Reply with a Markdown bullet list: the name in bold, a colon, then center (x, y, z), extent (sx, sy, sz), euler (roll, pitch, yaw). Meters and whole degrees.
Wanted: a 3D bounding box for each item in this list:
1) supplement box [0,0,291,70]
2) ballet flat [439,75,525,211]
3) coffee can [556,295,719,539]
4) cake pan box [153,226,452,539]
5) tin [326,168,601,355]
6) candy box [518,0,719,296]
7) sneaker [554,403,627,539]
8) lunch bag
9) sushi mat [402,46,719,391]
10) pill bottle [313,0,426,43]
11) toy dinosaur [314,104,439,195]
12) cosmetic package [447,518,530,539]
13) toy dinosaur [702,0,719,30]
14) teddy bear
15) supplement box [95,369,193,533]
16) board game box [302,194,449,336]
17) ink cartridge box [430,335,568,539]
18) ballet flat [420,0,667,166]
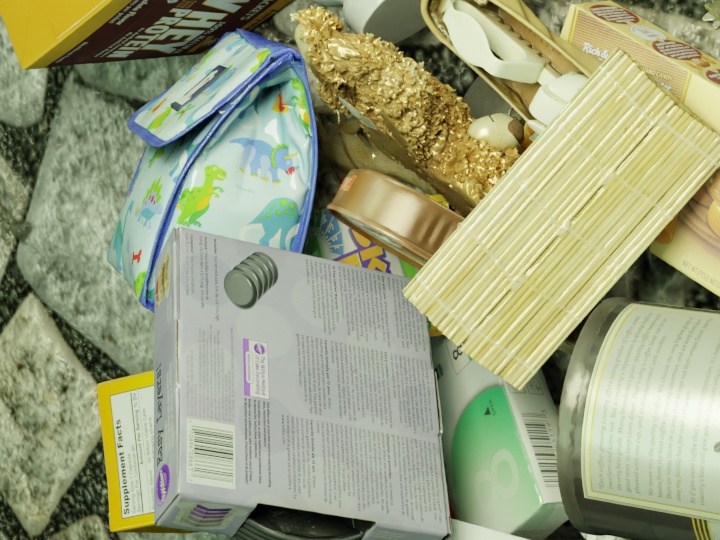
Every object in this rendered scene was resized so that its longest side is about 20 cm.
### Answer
- **supplement box**: center (-0.167, -0.268, 1.273), extent (0.132, 0.199, 0.199), euler (-28, 81, 39)
- **ballet flat**: center (0.083, -0.048, 1.215), extent (0.067, 0.046, 0.202), euler (43, 122, 58)
- **coffee can**: center (0.234, 0.099, 1.028), extent (0.198, 0.146, 0.148), euler (7, 103, 30)
- **cake pan box**: center (-0.038, 0.081, 1.100), extent (0.052, 0.182, 0.202), euler (127, 145, -48)
- **tin**: center (0.072, -0.004, 1.122), extent (0.199, 0.112, 0.042), euler (30, 83, -7)
- **candy box**: center (0.200, -0.074, 1.098), extent (0.199, 0.055, 0.116), euler (36, 120, 30)
- **sneaker**: center (0.177, 0.159, 1.149), extent (0.200, 0.080, 0.077), euler (40, 123, 29)
- **lunch bag**: center (-0.099, -0.070, 1.244), extent (0.202, 0.126, 0.170), euler (-69, 20, 5)
- **sushi mat**: center (0.123, -0.029, 1.050), extent (0.096, 0.012, 0.200), euler (40, 99, -9)
- **pill bottle**: center (-0.017, -0.258, 1.206), extent (0.113, 0.112, 0.201), euler (-45, 70, 36)
- **toy dinosaur**: center (0.005, -0.092, 1.272), extent (0.199, 0.058, 0.102), euler (15, 123, 46)
- **cosmetic package**: center (0.071, 0.227, 1.161), extent (0.198, 0.052, 0.152), euler (13, 140, 17)
- **toy dinosaur**: center (0.243, -0.136, 1.003), extent (0.076, 0.103, 0.202), euler (4, 58, 19)
- **teddy bear**: center (0.036, -0.107, 1.135), extent (0.067, 0.145, 0.200), euler (-46, 51, -7)
- **supplement box**: center (-0.075, 0.119, 1.249), extent (0.198, 0.109, 0.110), euler (-13, 75, 25)
- **board game box**: center (0.000, 0.000, 1.252), extent (0.199, 0.030, 0.097), euler (-4, 95, 51)
- **ink cartridge box**: center (0.064, 0.139, 1.221), extent (0.200, 0.050, 0.162), euler (-47, 49, 40)
- **ballet flat**: center (0.110, -0.115, 1.089), extent (0.200, 0.063, 0.069), euler (44, 124, 26)
